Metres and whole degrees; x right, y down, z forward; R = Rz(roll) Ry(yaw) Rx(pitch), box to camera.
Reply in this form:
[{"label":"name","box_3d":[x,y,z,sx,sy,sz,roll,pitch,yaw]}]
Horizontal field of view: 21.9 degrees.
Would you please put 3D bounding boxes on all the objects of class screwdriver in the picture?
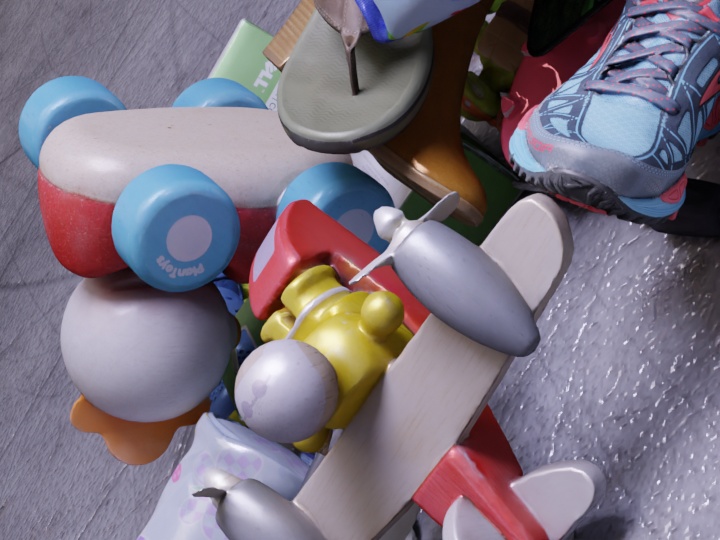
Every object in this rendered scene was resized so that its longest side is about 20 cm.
[{"label":"screwdriver","box_3d":[0.121,-0.034,0.917,0.029,0.028,0.200,-36,19,-22]}]

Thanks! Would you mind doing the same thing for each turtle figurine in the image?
[{"label":"turtle figurine","box_3d":[0.104,-0.135,1.032,0.161,0.064,0.200,-52,42,6]}]

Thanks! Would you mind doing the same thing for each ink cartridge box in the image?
[{"label":"ink cartridge box","box_3d":[-0.080,-0.106,1.258,0.104,0.059,0.200,-60,3,0]},{"label":"ink cartridge box","box_3d":[0.000,0.000,1.073,0.200,0.059,0.104,-54,25,9]}]

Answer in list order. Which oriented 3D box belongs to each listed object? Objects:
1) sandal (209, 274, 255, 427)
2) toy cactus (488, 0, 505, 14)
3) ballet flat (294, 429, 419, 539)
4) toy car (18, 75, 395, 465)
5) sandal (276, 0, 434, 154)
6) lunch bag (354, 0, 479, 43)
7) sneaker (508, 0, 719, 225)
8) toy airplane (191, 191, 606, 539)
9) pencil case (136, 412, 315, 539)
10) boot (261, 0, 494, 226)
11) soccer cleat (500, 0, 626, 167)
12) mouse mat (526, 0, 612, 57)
[{"label":"sandal","box_3d":[-0.099,0.035,1.193,0.080,0.087,0.200,-50,27,14]},{"label":"toy cactus","box_3d":[0.107,-0.249,1.119,0.165,0.102,0.200,1,69,66]},{"label":"ballet flat","box_3d":[0.014,0.085,0.943,0.073,0.073,0.200,-20,43,54]},{"label":"toy car","box_3d":[-0.098,0.013,1.036,0.184,0.177,0.200,39,126,53]},{"label":"sandal","box_3d":[0.006,-0.145,0.945,0.080,0.057,0.201,7,61,25]},{"label":"lunch bag","box_3d":[0.087,-0.212,0.878,0.200,0.127,0.170,-39,5,-41]},{"label":"sneaker","box_3d":[0.125,-0.093,0.813,0.200,0.079,0.096,-48,-25,-54]},{"label":"toy airplane","box_3d":[0.009,0.066,0.820,0.199,0.141,0.200,2,87,49]},{"label":"pencil case","box_3d":[-0.097,0.176,1.017,0.091,0.083,0.200,26,86,42]},{"label":"boot","box_3d":[0.042,-0.124,0.986,0.144,0.071,0.201,-46,48,2]},{"label":"soccer cleat","box_3d":[0.143,-0.130,0.947,0.067,0.076,0.200,32,95,39]},{"label":"mouse mat","box_3d":[0.143,-0.210,0.923,0.161,0.008,0.200,-38,31,42]}]
